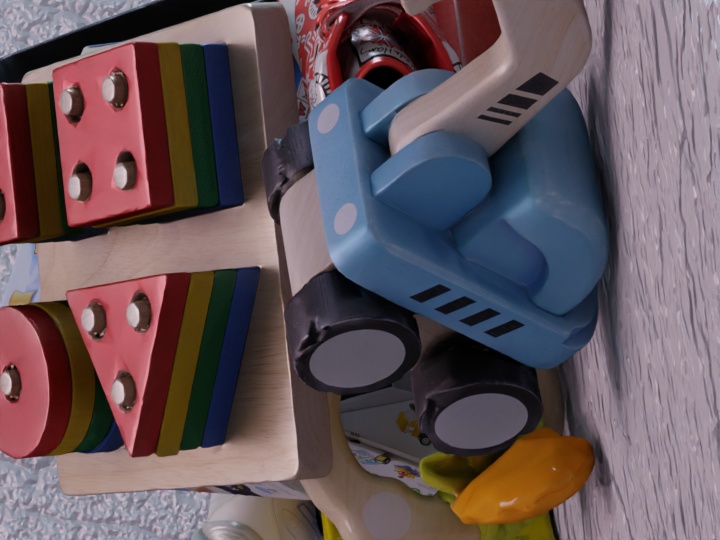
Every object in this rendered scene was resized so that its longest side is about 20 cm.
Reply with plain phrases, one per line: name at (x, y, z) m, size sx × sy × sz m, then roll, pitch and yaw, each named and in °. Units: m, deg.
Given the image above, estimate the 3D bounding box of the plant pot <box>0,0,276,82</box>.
plant pot at (-0.095, -0.060, 1.697) m, size 0.200 × 0.199 × 0.178 m, roll -102°, pitch -8°, yaw -79°

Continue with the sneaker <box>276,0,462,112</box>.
sneaker at (0.006, -0.096, 1.225) m, size 0.108 × 0.067 × 0.202 m, roll 95°, pitch 169°, yaw -57°

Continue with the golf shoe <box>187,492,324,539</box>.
golf shoe at (-0.040, 0.131, 1.652) m, size 0.200 × 0.078 × 0.097 m, roll 6°, pitch -74°, yaw -85°

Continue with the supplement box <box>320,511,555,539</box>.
supplement box at (0.039, 0.146, 1.478) m, size 0.200 × 0.109 × 0.110 m, roll -99°, pitch 3°, yaw -50°

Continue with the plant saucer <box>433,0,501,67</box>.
plant saucer at (0.049, -0.120, 1.297) m, size 0.200 × 0.037 × 0.200 m, roll 100°, pitch 164°, yaw -83°

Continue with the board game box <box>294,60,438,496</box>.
board game box at (0.000, 0.000, 1.374) m, size 0.035 × 0.126 × 0.200 m, roll -41°, pitch 35°, yaw 48°

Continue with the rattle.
rattle at (0.020, 0.018, 1.256) m, size 0.143 × 0.130 × 0.200 m, roll 60°, pitch -161°, yaw -79°

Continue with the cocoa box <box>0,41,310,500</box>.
cocoa box at (-0.081, -0.002, 1.478) m, size 0.133 × 0.131 × 0.200 m, roll 32°, pitch -113°, yaw -41°

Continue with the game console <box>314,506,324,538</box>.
game console at (0.018, 0.033, 1.657) m, size 0.116 × 0.176 × 0.200 m, roll 13°, pitch 113°, yaw 57°

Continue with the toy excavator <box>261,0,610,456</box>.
toy excavator at (0.042, -0.047, 1.052) m, size 0.194 × 0.200 × 0.100 m, roll 26°, pitch -141°, yaw -36°

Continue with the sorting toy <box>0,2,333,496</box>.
sorting toy at (-0.105, -0.002, 1.290) m, size 0.200 × 0.069 × 0.199 m, roll -10°, pitch 85°, yaw 54°
